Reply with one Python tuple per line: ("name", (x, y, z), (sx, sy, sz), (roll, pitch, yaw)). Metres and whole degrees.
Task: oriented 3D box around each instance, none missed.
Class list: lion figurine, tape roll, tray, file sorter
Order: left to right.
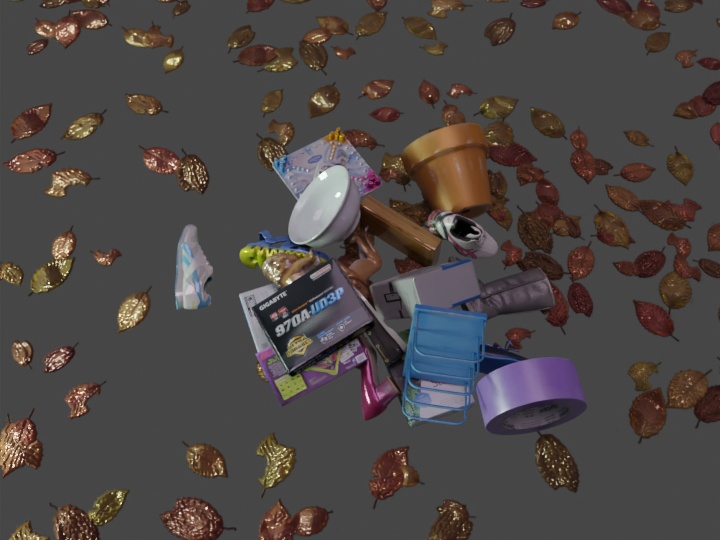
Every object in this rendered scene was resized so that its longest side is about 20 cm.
("lion figurine", (-0.123, 0.038, 1.592), (0.122, 0.072, 0.201), (-30, 71, 7))
("lion figurine", (0.000, 0.000, 1.664), (0.122, 0.072, 0.200), (41, 60, -1))
("tray", (0.088, -0.084, 1.706), (0.199, 0.099, 0.037), (32, 68, 15))
("file sorter", (0.156, 0.185, 1.445), (0.138, 0.201, 0.123), (8, 43, 2))
("tape roll", (0.331, 0.248, 1.472), (0.199, 0.200, 0.085), (-7, 61, -6))

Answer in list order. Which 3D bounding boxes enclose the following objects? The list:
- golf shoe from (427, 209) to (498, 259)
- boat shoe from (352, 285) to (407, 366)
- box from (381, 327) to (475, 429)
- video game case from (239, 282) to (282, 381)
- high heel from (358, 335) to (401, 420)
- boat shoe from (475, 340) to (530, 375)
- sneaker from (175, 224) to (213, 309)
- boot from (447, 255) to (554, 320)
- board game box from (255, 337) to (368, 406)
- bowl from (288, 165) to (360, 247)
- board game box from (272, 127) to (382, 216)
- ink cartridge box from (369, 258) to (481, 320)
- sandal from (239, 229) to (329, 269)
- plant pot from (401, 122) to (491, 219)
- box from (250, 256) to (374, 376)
("golf shoe", (0.241, -0.071, 1.669), (0.199, 0.092, 0.073), (23, 87, -35))
("boat shoe", (0.013, 0.107, 1.554), (0.061, 0.072, 0.201), (-41, 85, -5))
("box", (0.134, 0.213, 1.577), (0.143, 0.036, 0.201), (-17, 62, -12))
("video game case", (-0.144, 0.115, 1.615), (0.180, 0.046, 0.201), (-18, 63, -10))
("high heel", (0.000, 0.211, 1.570), (0.096, 0.067, 0.200), (-40, 62, 8))
("boat shoe", (0.280, 0.175, 1.569), (0.199, 0.084, 0.069), (20, 38, -10))
("sneaker", (-0.365, -0.007, 1.666), (0.080, 0.077, 0.201), (1, 66, -12))
("boot", (0.309, 0.026, 1.670), (0.199, 0.073, 0.183), (-19, 77, -5))
("board game box", (-0.097, 0.175, 1.526), (0.199, 0.032, 0.121), (-27, 86, -3))
("bowl", (-0.063, -0.126, 1.681), (0.090, 0.201, 0.202), (33, 56, -30))
("board game box", (-0.081, -0.238, 1.829), (0.199, 0.026, 0.200), (-29, 66, -18))
("ink cartridge box", (0.130, 0.042, 1.563), (0.145, 0.200, 0.085), (-18, 92, -25))
("sandal", (-0.165, -0.044, 1.690), (0.199, 0.080, 0.087), (12, 50, 1))
("plant pot", (0.215, -0.211, 1.745), (0.199, 0.200, 0.184), (-15, 78, -11))
("box", (-0.094, 0.092, 1.503), (0.199, 0.046, 0.159), (-31, 71, -3))
